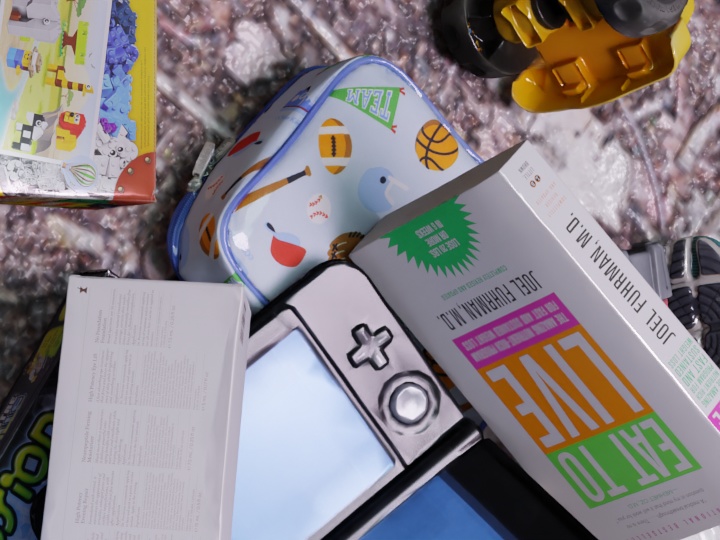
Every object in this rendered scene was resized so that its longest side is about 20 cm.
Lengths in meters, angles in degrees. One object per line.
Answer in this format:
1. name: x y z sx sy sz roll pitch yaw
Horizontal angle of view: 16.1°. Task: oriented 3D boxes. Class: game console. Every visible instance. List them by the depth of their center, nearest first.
1. game console: -0.020 0.122 1.171 0.200 0.116 0.176 -39 107 -12

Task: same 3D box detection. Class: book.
1. book: 0.101 0.039 1.195 0.200 0.133 0.048 49 58 -9

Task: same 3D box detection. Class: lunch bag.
1. lunch bag: 0.000 0.000 1.276 0.200 0.075 0.160 48 66 -21

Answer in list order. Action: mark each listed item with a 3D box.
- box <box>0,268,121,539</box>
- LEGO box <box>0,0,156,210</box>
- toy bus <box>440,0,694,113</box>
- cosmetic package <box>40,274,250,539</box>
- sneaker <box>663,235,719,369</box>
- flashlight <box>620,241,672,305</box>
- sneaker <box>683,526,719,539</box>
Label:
1. box: -0.135 0.113 1.214 0.110 0.035 0.201 37 70 -24
2. LEGO box: -0.174 -0.131 1.175 0.148 0.077 0.201 1 88 -31
3. toy bus: 0.113 -0.212 1.335 0.201 0.135 0.192 58 47 -18
4. cosmetic package: -0.098 0.106 1.140 0.082 0.051 0.201 4 74 3
5. sneaker: 0.206 0.073 1.413 0.080 0.077 0.201 -33 110 -48
6. flashlight: 0.144 0.087 1.366 0.068 0.068 0.201 -12 94 -38
7. sneaker: 0.153 0.144 1.315 0.087 0.075 0.201 -20 96 -2
